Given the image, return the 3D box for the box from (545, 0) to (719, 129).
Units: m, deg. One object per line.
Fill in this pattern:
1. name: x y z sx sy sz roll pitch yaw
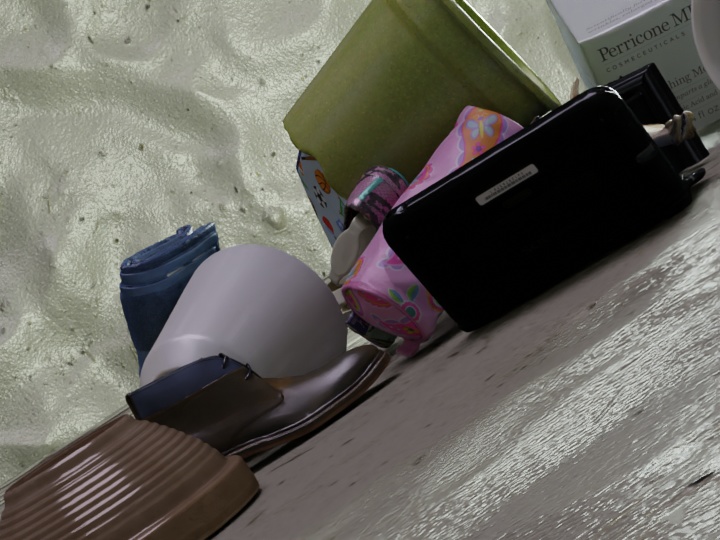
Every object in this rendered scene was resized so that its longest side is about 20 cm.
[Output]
1. box: 0.291 -0.224 1.804 0.198 0.131 0.200 -26 22 6

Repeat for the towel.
1. towel: -0.150 0.068 1.732 0.048 0.202 0.111 10 30 37

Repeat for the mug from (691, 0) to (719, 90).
1. mug: 0.343 -0.179 1.305 0.199 0.149 0.175 6 16 31

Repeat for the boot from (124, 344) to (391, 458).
1. boot: -0.078 0.088 1.479 0.199 0.097 0.075 -33 3 -10

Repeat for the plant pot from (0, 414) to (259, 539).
1. plant pot: -0.175 0.162 1.330 0.200 0.093 0.201 -33 4 2

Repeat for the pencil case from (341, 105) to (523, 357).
1. pencil case: 0.066 -0.033 1.562 0.201 0.087 0.087 -56 11 -19

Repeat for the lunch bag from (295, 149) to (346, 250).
1. lunch bag: 0.017 -0.050 1.841 0.075 0.201 0.160 -30 -11 -16

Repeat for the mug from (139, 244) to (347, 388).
1. mug: -0.103 0.095 1.610 0.148 0.188 0.153 4 27 19

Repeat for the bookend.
1. bookend: 0.158 -0.069 1.675 0.199 0.092 0.199 -34 4 -16

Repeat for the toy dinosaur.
1. toy dinosaur: 0.187 -0.104 1.539 0.100 0.059 0.200 -17 17 -19

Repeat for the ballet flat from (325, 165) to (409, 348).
1. ballet flat: 0.000 0.000 1.649 0.071 0.069 0.201 -35 -32 -32

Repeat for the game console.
1. game console: 0.138 -0.052 1.459 0.199 0.176 0.117 -31 31 19

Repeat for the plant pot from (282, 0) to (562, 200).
1. plant pot: 0.040 -0.145 1.688 0.184 0.200 0.200 -45 1 9
